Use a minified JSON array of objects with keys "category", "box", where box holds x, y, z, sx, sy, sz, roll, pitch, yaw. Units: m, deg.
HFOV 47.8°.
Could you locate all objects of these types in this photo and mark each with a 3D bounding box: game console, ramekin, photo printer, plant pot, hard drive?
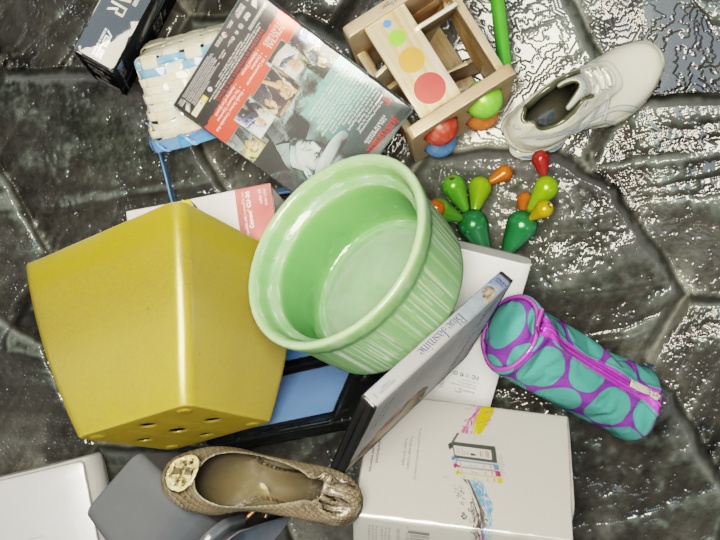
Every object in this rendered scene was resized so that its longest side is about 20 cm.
[{"category":"game console","box":[-0.074,0.082,0.856,0.199,0.176,0.117,-16,115,25]},{"category":"ramekin","box":[0.000,0.000,0.770,0.199,0.098,0.201,-21,51,29]},{"category":"photo printer","box":[-0.352,0.322,0.916,0.166,0.069,0.201,-13,84,5]},{"category":"plant pot","box":[-0.188,0.073,0.807,0.199,0.200,0.177,-18,66,23]},{"category":"hard drive","box":[0.092,0.066,0.869,0.131,0.026,0.201,14,113,6]}]

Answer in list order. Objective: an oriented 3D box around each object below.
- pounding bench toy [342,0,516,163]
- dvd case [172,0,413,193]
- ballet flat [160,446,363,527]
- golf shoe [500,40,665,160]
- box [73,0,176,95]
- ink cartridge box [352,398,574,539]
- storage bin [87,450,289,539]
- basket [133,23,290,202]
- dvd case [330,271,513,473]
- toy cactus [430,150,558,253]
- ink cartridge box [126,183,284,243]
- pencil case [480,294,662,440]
[{"category":"pounding bench toy","box":[0.110,-0.232,0.882,0.200,0.124,0.156,-32,83,3]},{"category":"dvd case","box":[-0.068,-0.165,0.817,0.200,0.022,0.146,35,108,-6]},{"category":"ballet flat","box":[-0.095,0.194,0.738,0.199,0.046,0.068,5,60,18]},{"category":"golf shoe","box":[0.249,-0.190,0.881,0.200,0.097,0.078,-33,81,1]},{"category":"box","box":[-0.244,-0.281,0.884,0.043,0.200,0.161,28,88,-13]},{"category":"ink cartridge box","box":[0.101,0.232,0.813,0.199,0.148,0.145,6,43,6]},{"category":"storage bin","box":[-0.176,0.255,0.848,0.134,0.200,0.146,41,91,16]},{"category":"basket","box":[-0.151,-0.168,0.908,0.176,0.139,0.201,-12,112,3]},{"category":"dvd case","box":[0.056,0.096,0.750,0.018,0.143,0.200,41,54,17]},{"category":"toy cactus","box":[0.138,-0.032,0.890,0.199,0.102,0.166,-25,93,-5]},{"category":"ink cartridge box","box":[-0.179,-0.034,0.899,0.199,0.116,0.068,-11,79,4]},{"category":"pencil case","box":[0.218,0.100,0.826,0.200,0.092,0.085,28,63,-25]}]
